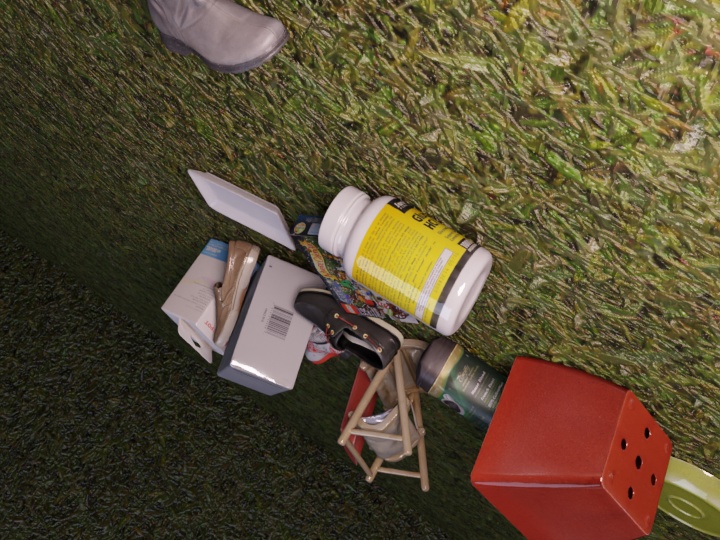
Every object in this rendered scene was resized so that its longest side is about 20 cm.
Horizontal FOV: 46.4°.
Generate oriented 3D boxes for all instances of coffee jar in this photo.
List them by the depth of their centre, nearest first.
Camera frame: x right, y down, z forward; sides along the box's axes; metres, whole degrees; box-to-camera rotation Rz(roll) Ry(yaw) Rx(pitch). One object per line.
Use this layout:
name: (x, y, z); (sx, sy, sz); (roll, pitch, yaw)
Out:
coffee jar: (0.179, 0.187, 1.316); (0.198, 0.086, 0.105); (33, 164, 7)

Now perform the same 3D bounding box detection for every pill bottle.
pill bottle: (0.051, -0.018, 1.015); (0.197, 0.113, 0.113); (30, 161, 15)

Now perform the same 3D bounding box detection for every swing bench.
swing bench: (0.065, 0.249, 1.463); (0.127, 0.204, 0.200); (4, 150, 19)

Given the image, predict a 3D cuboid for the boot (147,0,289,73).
boot: (-0.171, -0.281, 0.861); (0.197, 0.070, 0.133); (17, 149, 34)

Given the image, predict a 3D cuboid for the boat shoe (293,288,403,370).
boat shoe: (-0.029, 0.092, 1.359); (0.198, 0.063, 0.074); (27, 146, 19)

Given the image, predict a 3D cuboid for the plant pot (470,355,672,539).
plant pot: (0.296, 0.251, 1.121); (0.174, 0.202, 0.200); (-8, 135, 49)

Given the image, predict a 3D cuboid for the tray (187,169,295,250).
tray: (-0.190, -0.106, 1.371); (0.197, 0.022, 0.108); (27, 160, 26)

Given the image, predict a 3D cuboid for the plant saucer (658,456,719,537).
plant saucer: (0.479, 0.334, 1.224); (0.198, 0.031, 0.201); (33, 160, 13)

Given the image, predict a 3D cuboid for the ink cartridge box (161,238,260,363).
ink cartridge box: (-0.284, 0.065, 1.657); (0.124, 0.202, 0.129); (18, 155, 41)

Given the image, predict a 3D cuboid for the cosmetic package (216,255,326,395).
cosmetic package: (-0.161, 0.106, 1.510); (0.121, 0.204, 0.200); (22, 164, -12)

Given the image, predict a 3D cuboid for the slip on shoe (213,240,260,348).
slip on shoe: (-0.243, 0.042, 1.551); (0.059, 0.204, 0.076); (19, -164, -10)

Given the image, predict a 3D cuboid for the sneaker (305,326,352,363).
sneaker: (-0.084, 0.126, 1.666); (0.108, 0.068, 0.200); (42, 157, -16)

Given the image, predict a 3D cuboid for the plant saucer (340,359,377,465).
plant saucer: (0.003, 0.247, 1.583); (0.036, 0.204, 0.201); (14, 158, 7)

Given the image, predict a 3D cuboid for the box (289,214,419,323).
box: (0.000, 0.000, 1.218); (0.134, 0.038, 0.201); (6, 146, 33)
